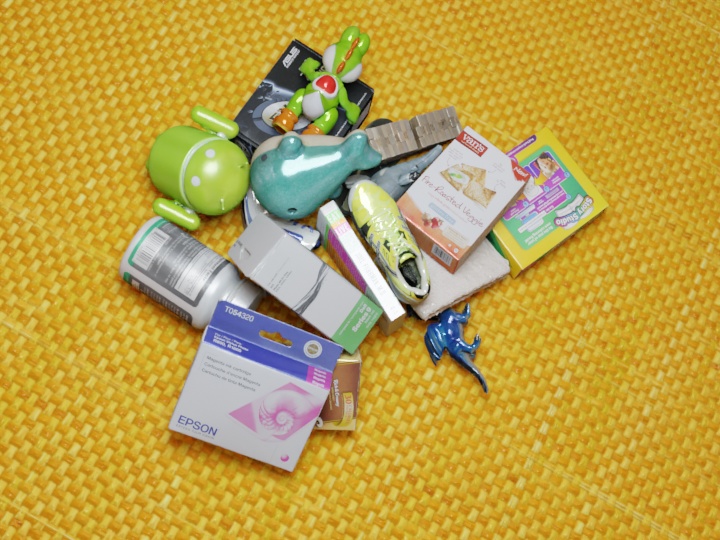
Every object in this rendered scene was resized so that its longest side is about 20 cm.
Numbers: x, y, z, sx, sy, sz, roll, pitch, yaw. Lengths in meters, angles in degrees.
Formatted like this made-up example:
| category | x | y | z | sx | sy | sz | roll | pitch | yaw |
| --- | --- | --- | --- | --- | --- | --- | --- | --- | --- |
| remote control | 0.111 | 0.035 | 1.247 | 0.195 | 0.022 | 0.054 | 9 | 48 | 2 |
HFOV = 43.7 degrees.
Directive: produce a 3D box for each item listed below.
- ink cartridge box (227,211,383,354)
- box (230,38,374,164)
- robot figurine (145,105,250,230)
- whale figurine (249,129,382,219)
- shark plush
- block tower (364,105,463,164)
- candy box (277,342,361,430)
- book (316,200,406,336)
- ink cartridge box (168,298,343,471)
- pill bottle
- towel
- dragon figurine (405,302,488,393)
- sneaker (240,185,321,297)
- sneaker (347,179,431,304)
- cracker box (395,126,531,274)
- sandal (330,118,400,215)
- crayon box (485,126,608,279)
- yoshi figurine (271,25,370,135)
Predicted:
| category | x | y | z | sx | sy | sz | roll | pitch | yaw |
| --- | --- | --- | --- | --- | --- | --- | --- | --- | --- |
| ink cartridge box | -0.083 | 0.017 | 1.311 | 0.199 | 0.146 | 0.084 | 39 | 88 | -27 |
| box | -0.097 | -0.246 | 1.471 | 0.163 | 0.086 | 0.201 | 33 | 72 | 4 |
| robot figurine | -0.246 | -0.153 | 1.369 | 0.199 | 0.115 | 0.177 | 25 | 90 | 43 |
| whale figurine | -0.068 | -0.139 | 1.313 | 0.197 | 0.159 | 0.105 | -13 | 58 | 21 |
| shark plush | 0.066 | -0.133 | 1.422 | 0.198 | 0.083 | 0.092 | -24 | 96 | -32 |
| block tower | 0.077 | -0.216 | 1.462 | 0.198 | 0.058 | 0.055 | -21 | 90 | -35 |
| candy box | -0.101 | 0.170 | 1.327 | 0.197 | 0.057 | 0.119 | 2 | 109 | -7 |
| book | 0.000 | 0.000 | 1.380 | 0.048 | 0.134 | 0.201 | -31 | 80 | -7 |
| ink cartridge box | -0.148 | 0.167 | 1.271 | 0.194 | 0.043 | 0.202 | 21 | 108 | -10 |
| pill bottle | -0.253 | 0.017 | 1.353 | 0.199 | 0.113 | 0.114 | 33 | 71 | 3 |
| towel | 0.134 | -0.010 | 1.418 | 0.198 | 0.035 | 0.133 | -26 | 65 | -32 |
| dragon figurine | 0.132 | 0.110 | 1.402 | 0.098 | 0.059 | 0.203 | -12 | 70 | -9 |
| sneaker | -0.124 | -0.064 | 1.421 | 0.113 | 0.081 | 0.203 | -10 | 81 | -14 |
| sneaker | 0.051 | -0.045 | 1.309 | 0.075 | 0.076 | 0.202 | -33 | 97 | -13 |
| cracker box | 0.157 | -0.113 | 1.412 | 0.133 | 0.058 | 0.200 | 38 | 68 | 12 |
| sandal | 0.004 | -0.174 | 1.472 | 0.080 | 0.057 | 0.202 | 46 | 63 | -18 |
| crayon box | 0.283 | -0.115 | 1.495 | 0.199 | 0.058 | 0.173 | -34 | 81 | -16 |
| yoshi figurine | -0.051 | -0.286 | 1.409 | 0.111 | 0.112 | 0.201 | 28 | 83 | 44 |
